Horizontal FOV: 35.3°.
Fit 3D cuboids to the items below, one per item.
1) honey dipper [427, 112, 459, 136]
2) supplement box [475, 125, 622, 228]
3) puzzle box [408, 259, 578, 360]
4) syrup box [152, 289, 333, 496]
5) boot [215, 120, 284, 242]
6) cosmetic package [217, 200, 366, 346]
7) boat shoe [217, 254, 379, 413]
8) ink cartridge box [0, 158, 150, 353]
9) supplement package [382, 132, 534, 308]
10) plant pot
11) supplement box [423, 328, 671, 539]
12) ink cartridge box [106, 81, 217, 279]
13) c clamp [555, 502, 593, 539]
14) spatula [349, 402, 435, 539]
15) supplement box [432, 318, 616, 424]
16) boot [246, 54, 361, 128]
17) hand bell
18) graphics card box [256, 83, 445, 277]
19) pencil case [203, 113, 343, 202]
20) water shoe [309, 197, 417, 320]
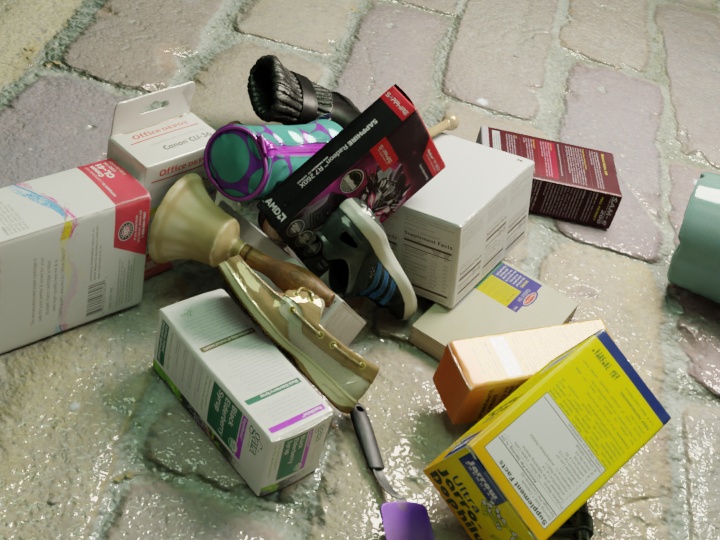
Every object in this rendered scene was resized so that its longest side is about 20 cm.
[{"bbox_3d":[0.063,-0.158,1.375,0.038,0.038,0.199,33,40,21],"label":"honey dipper"},{"bbox_3d":[0.256,-0.130,1.570,0.196,0.062,0.110,11,39,-4],"label":"supplement box"},{"bbox_3d":[0.160,0.060,1.329,0.132,0.026,0.200,31,40,19],"label":"puzzle box"},{"bbox_3d":[-0.119,0.117,1.117,0.081,0.080,0.200,-19,49,-35],"label":"syrup box"},{"bbox_3d":[-0.129,-0.115,1.407,0.164,0.073,0.200,26,29,10],"label":"boot"},{"bbox_3d":[-0.089,0.007,1.257,0.199,0.083,0.051,39,85,28],"label":"cosmetic package"},{"bbox_3d":[-0.062,0.053,1.144,0.200,0.066,0.074,48,-6,-11],"label":"boat shoe"},{"bbox_3d":[-0.321,-0.014,1.153,0.198,0.149,0.086,-20,49,-38],"label":"ink cartridge box"},{"bbox_3d":[0.097,-0.070,1.377,0.154,0.112,0.200,21,36,26],"label":"supplement package"},{"bbox_3d":[0.506,-0.028,1.438,0.193,0.203,0.200,20,37,18],"label":"plant pot"},{"bbox_3d":[0.177,0.166,1.075,0.199,0.110,0.109,-34,83,-29],"label":"supplement box"},{"bbox_3d":[-0.218,-0.097,1.247,0.067,0.202,0.116,37,42,27],"label":"ink cartridge box"},{"bbox_3d":[0.202,0.211,1.162,0.168,0.027,0.202,6,40,-4],"label":"c clamp"},{"bbox_3d":[0.024,0.203,1.106,0.056,0.021,0.201,8,34,-30],"label":"spatula"},{"bbox_3d":[0.181,0.107,1.206,0.197,0.067,0.069,-8,50,-24],"label":"supplement box"},{"bbox_3d":[-0.051,-0.195,1.484,0.157,0.080,0.211,22,15,-44],"label":"boot"},{"bbox_3d":[-0.115,-0.013,1.193,0.198,0.105,0.104,27,39,15],"label":"hand bell"},{"bbox_3d":[-0.007,-0.094,1.234,0.199,0.126,0.051,-40,59,-1],"label":"graphics card box"},{"bbox_3d":[-0.085,-0.127,1.265,0.199,0.091,0.086,-17,89,-58],"label":"pencil case"},{"bbox_3d":[0.000,0.000,1.247,0.078,0.201,0.072,-36,49,-7],"label":"water shoe"}]
